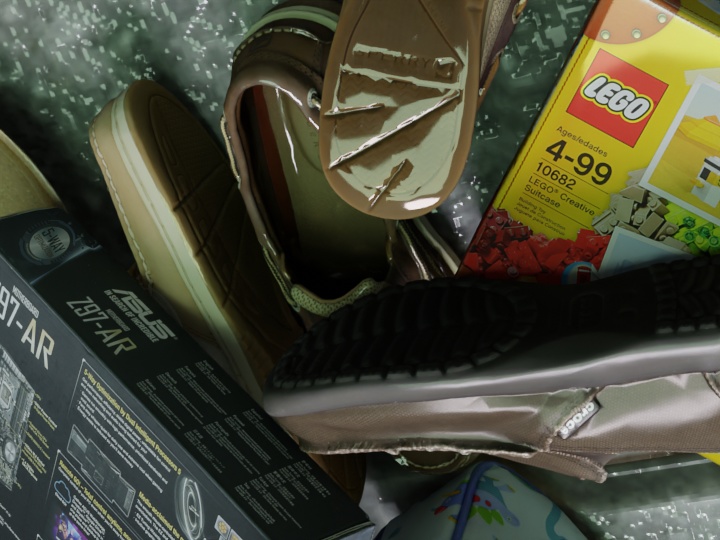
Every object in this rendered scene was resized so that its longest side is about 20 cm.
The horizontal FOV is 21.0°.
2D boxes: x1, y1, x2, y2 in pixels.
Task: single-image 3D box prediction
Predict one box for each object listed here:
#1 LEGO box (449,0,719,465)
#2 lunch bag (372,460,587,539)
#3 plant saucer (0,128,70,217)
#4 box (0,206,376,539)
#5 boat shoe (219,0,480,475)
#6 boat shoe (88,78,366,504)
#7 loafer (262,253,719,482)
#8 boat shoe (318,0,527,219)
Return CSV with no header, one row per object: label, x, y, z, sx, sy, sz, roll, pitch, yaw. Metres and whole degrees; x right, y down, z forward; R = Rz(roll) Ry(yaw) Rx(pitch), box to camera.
LEGO box,0.151,-0.011,0.697,0.199,0.077,0.150,27,122,1
lunch bag,0.071,0.189,0.779,0.082,0.161,0.200,-35,104,29
plant saucer,-0.198,-0.003,0.832,0.198,0.036,0.202,7,120,13
box,-0.093,0.097,0.748,0.200,0.043,0.161,41,129,31
boat shoe,-0.006,0.001,0.752,0.074,0.075,0.204,-15,112,24
boat shoe,-0.067,0.022,0.783,0.069,0.074,0.201,-18,110,21
loafer,0.062,0.046,0.665,0.198,0.073,0.072,-5,115,20
boat shoe,0.033,-0.119,0.682,0.071,0.072,0.202,12,98,10
